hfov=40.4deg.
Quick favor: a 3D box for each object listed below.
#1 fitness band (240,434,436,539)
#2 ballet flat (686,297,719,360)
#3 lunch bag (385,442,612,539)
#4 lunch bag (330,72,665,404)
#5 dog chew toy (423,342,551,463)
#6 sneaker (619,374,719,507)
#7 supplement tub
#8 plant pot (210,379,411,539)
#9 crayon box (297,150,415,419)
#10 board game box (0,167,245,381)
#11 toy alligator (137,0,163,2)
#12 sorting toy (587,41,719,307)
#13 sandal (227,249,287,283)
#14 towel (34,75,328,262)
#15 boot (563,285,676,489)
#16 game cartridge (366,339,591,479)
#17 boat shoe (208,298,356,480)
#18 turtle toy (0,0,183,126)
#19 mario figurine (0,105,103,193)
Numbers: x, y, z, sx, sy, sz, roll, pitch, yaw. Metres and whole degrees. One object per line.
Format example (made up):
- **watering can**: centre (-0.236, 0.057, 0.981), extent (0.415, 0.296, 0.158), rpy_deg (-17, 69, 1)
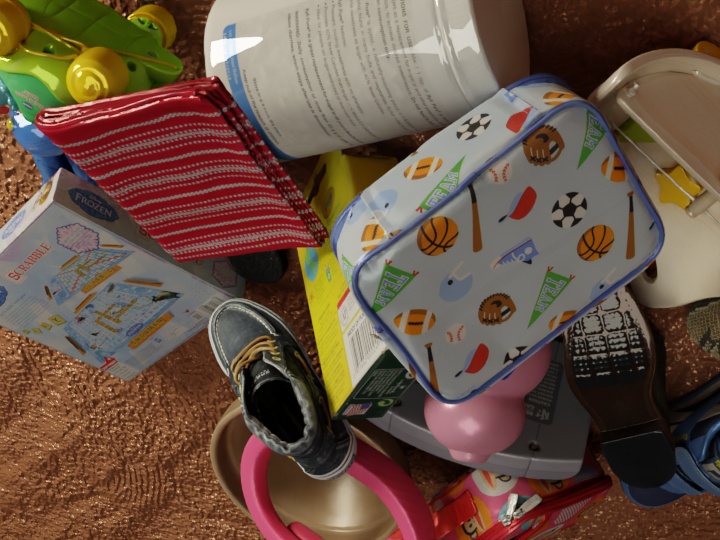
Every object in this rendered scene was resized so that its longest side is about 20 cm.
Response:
- **fitness band**: centre (-0.024, 0.208, 0.854), extent (0.199, 0.037, 0.145), rpy_deg (25, 121, 29)
- **ballet flat**: centre (0.352, 0.065, 0.743), extent (0.198, 0.075, 0.068), rpy_deg (19, 101, 7)
- **lunch bag**: centre (0.113, 0.222, 0.887), extent (0.200, 0.175, 0.082), rpy_deg (-50, 60, 40)
- **lunch bag**: centre (0.086, -0.013, 0.626), extent (0.199, 0.076, 0.161), rpy_deg (-36, 123, 5)
- **dog chew toy**: centre (0.095, 0.046, 0.755), extent (0.123, 0.124, 0.202), rpy_deg (6, 84, 17)
- **sneaker**: centre (0.289, 0.154, 0.830), extent (0.074, 0.082, 0.200), rpy_deg (31, 131, -6)
- **supplement tub**: centre (0.004, -0.155, 0.680), extent (0.198, 0.132, 0.133), rpy_deg (-8, 122, 26)
- **plant pot**: centre (-0.038, 0.175, 0.964), extent (0.199, 0.093, 0.202), rpy_deg (11, 127, 14)
- **crayon box**: centre (0.000, 0.000, 0.776), extent (0.050, 0.201, 0.127), rpy_deg (0, 149, -24)
- **board game box**: centre (-0.245, 0.014, 0.913), extent (0.199, 0.041, 0.199), rpy_deg (31, 133, -33)
- **toy alligator**: centre (-0.101, -0.241, 0.712), extent (0.199, 0.059, 0.055), rpy_deg (-1, 90, 41)
- **sorting toy**: centre (0.220, -0.049, 0.703), extent (0.200, 0.107, 0.180), rpy_deg (43, 144, -2)
- **sandal**: centre (-0.109, -0.071, 0.848), extent (0.074, 0.045, 0.201), rpy_deg (6, 139, 23)
- **towel**: centre (-0.123, -0.063, 0.712), extent (0.143, 0.023, 0.200), rpy_deg (-6, 149, 21)
- **boot**: centre (0.209, 0.070, 0.797), extent (0.074, 0.097, 0.201), rpy_deg (-10, 115, 20)
- **game cartridge**: centre (0.097, 0.100, 0.830), extent (0.198, 0.134, 0.041), rpy_deg (17, 136, 9)
- **boat shoe**: centre (-0.078, 0.082, 0.815), extent (0.200, 0.071, 0.091), rpy_deg (47, 179, 32)
- **turtle toy**: centre (-0.198, -0.141, 0.728), extent (0.199, 0.146, 0.101), rpy_deg (29, 121, -6)
- **mario figurine**: centre (-0.283, -0.125, 0.824), extent (0.123, 0.106, 0.201), rpy_deg (-24, 129, -7)
